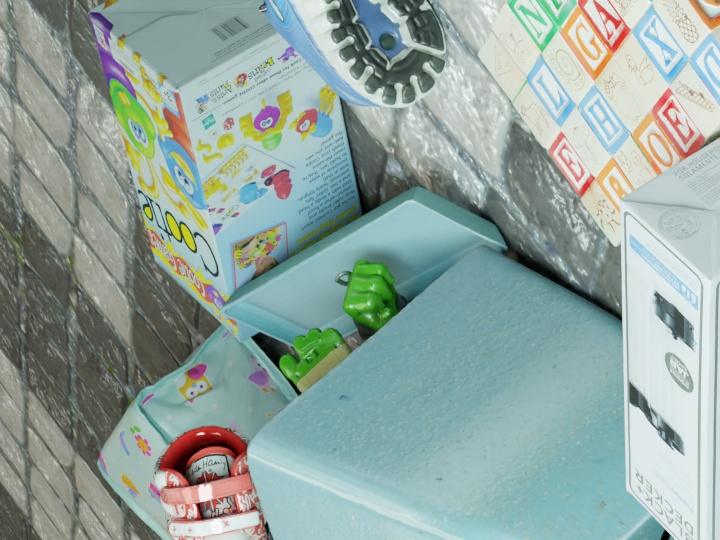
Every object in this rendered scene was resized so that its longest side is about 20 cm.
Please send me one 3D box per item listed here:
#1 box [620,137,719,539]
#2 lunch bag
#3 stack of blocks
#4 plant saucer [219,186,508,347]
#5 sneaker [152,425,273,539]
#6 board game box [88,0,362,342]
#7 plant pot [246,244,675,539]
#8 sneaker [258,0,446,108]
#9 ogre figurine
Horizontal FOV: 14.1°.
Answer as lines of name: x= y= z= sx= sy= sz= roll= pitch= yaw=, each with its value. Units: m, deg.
box: x=0.175 y=0.027 z=1.280 sx=0.060 sy=0.117 sz=0.200 roll=44 pitch=156 yaw=35
lunch bag: x=-0.079 y=0.159 z=2.069 sx=0.200 sy=0.122 sz=0.170 roll=49 pitch=157 yaw=3
stack of blocks: x=0.129 y=-0.102 z=1.288 sx=0.115 sy=0.059 sz=0.200 roll=56 pitch=160 yaw=9
plant saucer: x=0.000 y=0.000 z=1.666 sx=0.070 sy=0.019 sz=0.200 roll=25 pitch=149 yaw=-26
sneaker: x=-0.074 y=0.167 z=1.552 sx=0.202 sy=0.067 sz=0.108 roll=-100 pitch=-2 yaw=-58
board game box: x=-0.075 y=-0.077 z=1.739 sx=0.103 sy=0.105 sz=0.200 roll=40 pitch=152 yaw=41
plant pot: x=0.095 y=0.139 z=1.539 sx=0.200 sy=0.196 sz=0.196 roll=21 pitch=139 yaw=42
sneaker: x=-0.036 y=-0.168 z=1.558 sx=0.200 sy=0.078 sz=0.089 roll=60 pitch=158 yaw=-4
ogre figurine: x=0.012 y=0.107 z=1.656 sx=0.120 sy=0.098 sz=0.201 roll=22 pitch=-126 yaw=-59
